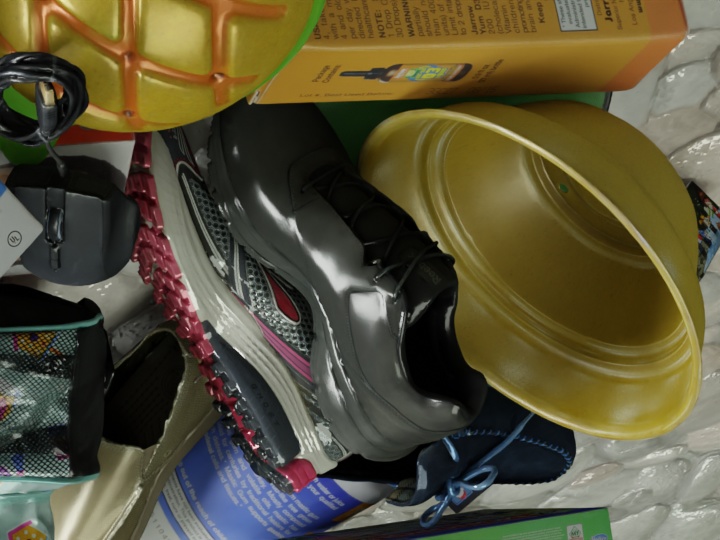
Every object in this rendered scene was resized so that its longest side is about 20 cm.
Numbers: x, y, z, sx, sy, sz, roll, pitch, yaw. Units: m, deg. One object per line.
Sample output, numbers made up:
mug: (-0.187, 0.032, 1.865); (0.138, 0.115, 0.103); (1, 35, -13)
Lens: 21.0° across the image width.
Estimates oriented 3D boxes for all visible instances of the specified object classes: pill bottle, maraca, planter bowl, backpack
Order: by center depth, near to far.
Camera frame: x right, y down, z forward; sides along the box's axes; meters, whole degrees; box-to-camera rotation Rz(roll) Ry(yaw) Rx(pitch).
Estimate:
maraca: (-0.108, -0.110, 0.793); (0.199, 0.107, 0.137); (-21, 125, 18)
planter bowl: (0.100, -0.020, 0.934); (0.083, 0.200, 0.201); (-45, 160, -27)
backpack: (-0.239, 0.074, 0.958); (0.199, 0.155, 0.176); (9, 179, -24)
pill bottle: (-0.040, 0.103, 1.160); (0.199, 0.113, 0.112); (-30, 147, 20)

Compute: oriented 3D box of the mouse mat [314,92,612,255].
mouse mat: (0.040, -0.038, 0.991); (0.159, 0.008, 0.201); (2, 124, -13)

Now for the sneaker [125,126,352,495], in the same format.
sneaker: (-0.060, 0.010, 0.969); (0.074, 0.201, 0.081); (-32, -166, -17)

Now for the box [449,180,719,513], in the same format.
box: (0.126, 0.046, 1.149); (0.200, 0.038, 0.137); (-46, -178, 38)

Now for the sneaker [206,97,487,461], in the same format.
sneaker: (0.001, -0.008, 0.914); (0.076, 0.201, 0.091); (-36, -168, -36)

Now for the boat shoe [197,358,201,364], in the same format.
boat shoe: (0.000, 0.000, 1.053); (0.199, 0.065, 0.071); (-27, 127, 8)

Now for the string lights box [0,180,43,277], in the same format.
string lights box: (-0.227, -0.052, 0.754); (0.103, 0.059, 0.200); (-49, 124, -19)

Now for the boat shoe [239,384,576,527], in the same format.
boat shoe: (0.024, 0.102, 1.055); (0.198, 0.069, 0.084); (5, 138, -15)

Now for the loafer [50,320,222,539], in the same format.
loafer: (-0.144, 0.102, 1.095); (0.201, 0.076, 0.067); (-55, 150, 1)

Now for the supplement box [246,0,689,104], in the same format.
supplement box: (0.045, -0.118, 0.885); (0.198, 0.069, 0.067); (-6, 163, -22)

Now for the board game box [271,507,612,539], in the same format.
board game box: (0.023, 0.159, 1.091); (0.199, 0.029, 0.134); (-4, 175, -29)

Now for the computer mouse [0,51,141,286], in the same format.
computer mouse: (-0.128, -0.035, 0.810); (0.058, 0.034, 0.200); (12, 159, 4)

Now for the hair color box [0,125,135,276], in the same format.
hair color box: (-0.210, -0.045, 0.889); (0.198, 0.062, 0.102); (-6, 146, -19)
